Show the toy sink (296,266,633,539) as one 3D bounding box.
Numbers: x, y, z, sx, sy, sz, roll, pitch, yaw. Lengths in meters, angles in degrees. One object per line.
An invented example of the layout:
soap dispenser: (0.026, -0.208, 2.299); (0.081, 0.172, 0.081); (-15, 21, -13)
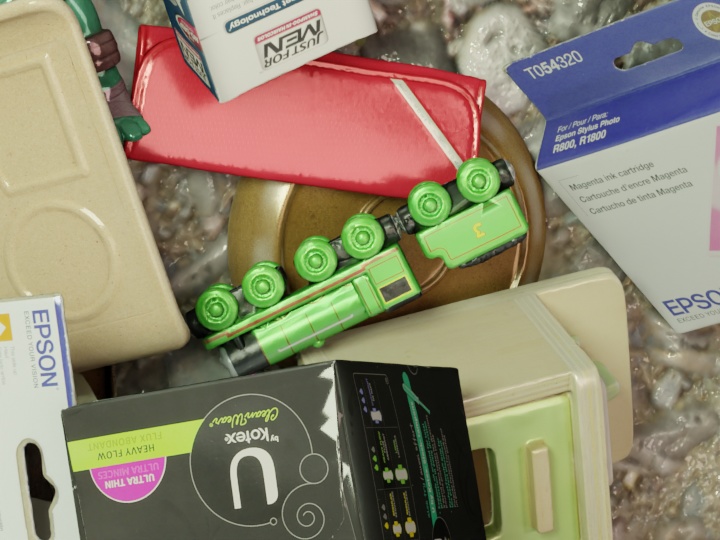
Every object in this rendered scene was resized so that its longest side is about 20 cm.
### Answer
toy sink: (0.078, 0.097, 1.539); (0.200, 0.112, 0.131); (-13, 119, -14)

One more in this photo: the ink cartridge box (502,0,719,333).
ink cartridge box: (0.200, -0.059, 1.544); (0.200, 0.196, 0.043); (46, 52, -22)

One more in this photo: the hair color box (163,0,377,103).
hair color box: (-0.068, -0.199, 1.426); (0.100, 0.061, 0.200); (-25, 125, -12)

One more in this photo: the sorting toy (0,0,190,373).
sorting toy: (-0.197, -0.034, 1.420); (0.185, 0.036, 0.200); (-13, 107, 24)

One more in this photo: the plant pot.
plant pot: (0.021, -0.017, 1.567); (0.200, 0.027, 0.201); (-4, 101, -21)

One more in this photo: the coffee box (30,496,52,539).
coffee box: (-0.129, 0.201, 1.488); (0.200, 0.114, 0.080); (17, 50, -24)

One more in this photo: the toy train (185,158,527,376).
toy train: (0.000, 0.000, 1.500); (0.200, 0.042, 0.056); (-27, 94, 3)

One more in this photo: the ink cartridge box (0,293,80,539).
ink cartridge box: (-0.225, 0.113, 1.360); (0.200, 0.043, 0.197); (-5, 97, 11)

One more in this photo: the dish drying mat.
dish drying mat: (-0.029, -0.086, 1.516); (0.200, 0.018, 0.077); (8, 87, -13)

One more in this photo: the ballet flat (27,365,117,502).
ballet flat: (-0.157, 0.056, 1.485); (0.068, 0.067, 0.200); (-16, 104, -19)

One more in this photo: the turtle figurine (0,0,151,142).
turtle figurine: (-0.169, -0.162, 1.424); (0.149, 0.101, 0.200); (1, 116, 10)

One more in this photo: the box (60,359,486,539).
box: (-0.036, 0.117, 1.351); (0.148, 0.200, 0.125); (-12, 84, 18)
